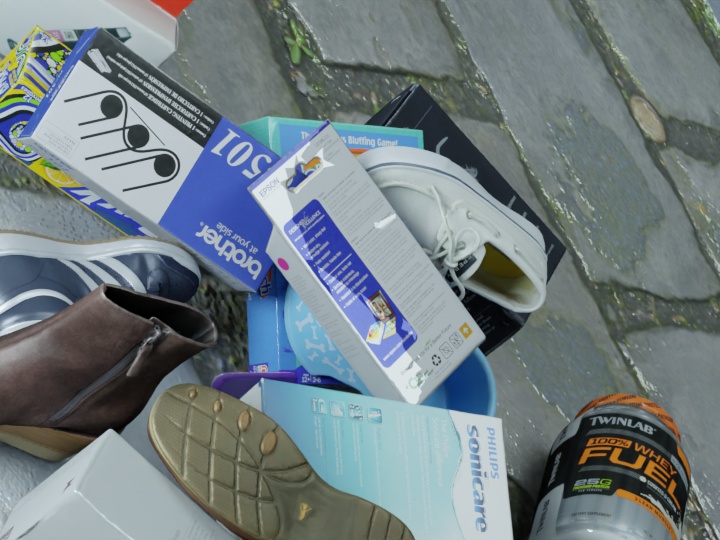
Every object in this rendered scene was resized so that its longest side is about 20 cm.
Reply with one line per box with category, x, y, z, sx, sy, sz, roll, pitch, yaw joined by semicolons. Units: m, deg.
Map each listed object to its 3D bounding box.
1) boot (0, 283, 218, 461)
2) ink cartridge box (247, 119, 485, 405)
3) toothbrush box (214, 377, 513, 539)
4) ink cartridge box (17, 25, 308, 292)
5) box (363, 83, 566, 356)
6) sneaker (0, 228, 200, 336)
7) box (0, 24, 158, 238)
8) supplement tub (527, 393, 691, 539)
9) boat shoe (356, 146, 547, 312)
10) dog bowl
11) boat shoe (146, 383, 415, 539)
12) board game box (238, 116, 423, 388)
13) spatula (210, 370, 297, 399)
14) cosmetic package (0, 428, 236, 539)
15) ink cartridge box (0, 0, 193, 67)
boot;-0.209;0.048;1.384;0.199;0.166;0.073;20;45;-38
ink cartridge box;0.000;0.000;1.605;0.095;0.037;0.201;-42;102;-35
toothbrush box;0.003;0.170;1.551;0.198;0.085;0.148;10;61;-27
ink cartridge box;-0.135;-0.077;1.594;0.199;0.044;0.094;35;78;-20
box;0.058;-0.032;1.870;0.200;0.104;0.148;48;32;-6
sneaker;-0.181;0.035;1.527;0.199;0.070;0.109;4;51;-43
box;-0.184;-0.087;1.653;0.199;0.064;0.070;35;36;-24
supplement tub;0.202;0.196;1.812;0.122;0.122;0.201;43;32;-14
boat shoe;0.070;-0.018;1.692;0.201;0.074;0.087;32;36;-38
dog bowl;0.029;0.064;1.672;0.200;0.049;0.112;52;57;-21
boat shoe;-0.058;0.149;1.427;0.199;0.068;0.072;37;62;-9
board game box;-0.017;-0.011;1.707;0.151;0.045;0.202;1;82;-37
spatula;-0.013;0.103;1.620;0.198;0.057;0.021;12;52;-8
cosmetic package;-0.125;0.204;1.404;0.200;0.101;0.074;45;32;-13
ink cartridge box;-0.212;-0.223;1.647;0.199;0.173;0.044;32;36;-28
